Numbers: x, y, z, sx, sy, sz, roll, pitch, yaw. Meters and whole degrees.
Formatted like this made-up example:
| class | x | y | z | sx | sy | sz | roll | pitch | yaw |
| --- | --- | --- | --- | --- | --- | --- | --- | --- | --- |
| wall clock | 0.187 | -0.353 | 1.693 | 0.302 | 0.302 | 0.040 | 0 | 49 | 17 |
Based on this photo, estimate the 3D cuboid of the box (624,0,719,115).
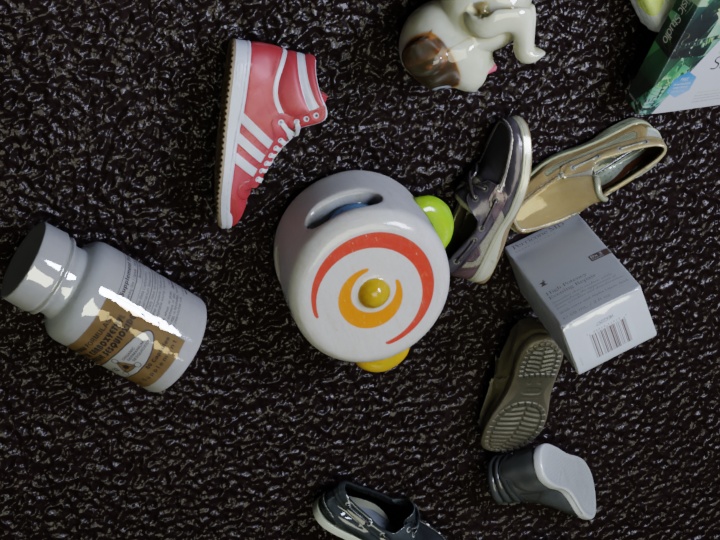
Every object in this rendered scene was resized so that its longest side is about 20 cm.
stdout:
| class | x | y | z | sx | sy | sz | roll | pitch | yaw |
| --- | --- | --- | --- | --- | --- | --- | --- | --- | --- |
| box | 0.382 | -0.257 | 1.472 | 0.143 | 0.037 | 0.201 | -11 | 141 | -29 |

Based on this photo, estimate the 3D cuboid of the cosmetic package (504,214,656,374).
| class | x | y | z | sx | sy | sz | roll | pitch | yaw |
| --- | --- | --- | --- | --- | --- | --- | --- | --- | --- |
| cosmetic package | 0.242 | 0.021 | 1.539 | 0.101 | 0.201 | 0.075 | -26 | 121 | -2 |

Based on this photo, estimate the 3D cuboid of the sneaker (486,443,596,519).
| class | x | y | z | sx | sy | sz | roll | pitch | yaw |
| --- | --- | --- | --- | --- | --- | --- | --- | --- | --- |
| sneaker | 0.227 | 0.271 | 1.746 | 0.098 | 0.072 | 0.200 | -13 | 150 | 29 |

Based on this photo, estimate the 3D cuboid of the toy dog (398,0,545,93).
| class | x | y | z | sx | sy | sz | roll | pitch | yaw |
| --- | --- | --- | --- | --- | --- | --- | --- | --- | --- |
| toy dog | 0.114 | -0.274 | 1.394 | 0.192 | 0.140 | 0.202 | 26 | 107 | -12 |

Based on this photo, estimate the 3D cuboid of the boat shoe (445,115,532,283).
| class | x | y | z | sx | sy | sz | roll | pitch | yaw |
| --- | --- | --- | --- | --- | --- | --- | --- | --- | --- |
| boat shoe | 0.136 | -0.077 | 1.535 | 0.064 | 0.072 | 0.202 | 3 | 121 | -24 |

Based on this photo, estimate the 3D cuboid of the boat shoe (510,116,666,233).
| class | x | y | z | sx | sy | sz | roll | pitch | yaw |
| --- | --- | --- | --- | --- | --- | --- | --- | --- | --- |
| boat shoe | 0.253 | -0.101 | 1.552 | 0.199 | 0.076 | 0.072 | -35 | 120 | 4 |

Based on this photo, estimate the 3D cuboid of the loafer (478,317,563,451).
| class | x | y | z | sx | sy | sz | roll | pitch | yaw |
| --- | --- | --- | --- | --- | --- | --- | --- | --- | --- |
| loafer | 0.193 | 0.139 | 1.666 | 0.075 | 0.068 | 0.202 | 8 | 129 | -15 |

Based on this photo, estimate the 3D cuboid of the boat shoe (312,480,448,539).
| class | x | y | z | sx | sy | sz | roll | pitch | yaw |
| --- | --- | --- | --- | --- | --- | --- | --- | --- | --- |
| boat shoe | 0.040 | 0.309 | 1.702 | 0.197 | 0.075 | 0.066 | 28 | 119 | -16 |

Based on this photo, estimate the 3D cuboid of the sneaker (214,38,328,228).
| class | x | y | z | sx | sy | sz | roll | pitch | yaw |
| --- | --- | --- | --- | --- | --- | --- | --- | --- | --- |
| sneaker | -0.094 | -0.136 | 1.441 | 0.111 | 0.071 | 0.203 | 4 | 113 | -14 |

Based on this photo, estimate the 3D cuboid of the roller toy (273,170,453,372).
| class | x | y | z | sx | sy | sz | roll | pitch | yaw |
| --- | --- | --- | --- | --- | --- | --- | --- | --- | --- |
| roller toy | 0.000 | 0.000 | 1.496 | 0.180 | 0.140 | 0.202 | 21 | 110 | -23 |

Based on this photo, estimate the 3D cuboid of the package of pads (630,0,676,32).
| class | x | y | z | sx | sy | sz | roll | pitch | yaw |
| --- | --- | --- | --- | --- | --- | --- | --- | --- | --- |
| package of pads | 0.358 | -0.365 | 1.453 | 0.199 | 0.068 | 0.155 | -33 | 119 | 3 |

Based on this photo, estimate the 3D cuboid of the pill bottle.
| class | x | y | z | sx | sy | sz | roll | pitch | yaw |
| --- | --- | --- | --- | --- | --- | --- | --- | --- | --- |
| pill bottle | -0.271 | 0.036 | 1.453 | 0.199 | 0.115 | 0.115 | 32 | 105 | -27 |
